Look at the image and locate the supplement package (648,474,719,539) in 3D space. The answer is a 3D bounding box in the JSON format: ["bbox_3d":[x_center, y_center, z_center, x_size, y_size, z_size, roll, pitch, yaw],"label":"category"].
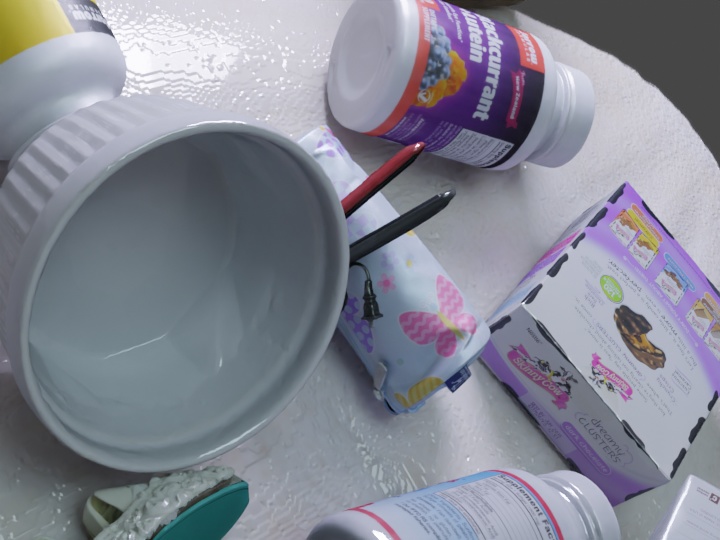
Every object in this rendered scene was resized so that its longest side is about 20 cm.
[{"bbox_3d":[0.214,0.258,0.809,0.116,0.118,0.200,29,46,14],"label":"supplement package"}]

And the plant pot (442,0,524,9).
[{"bbox_3d":[0.110,-0.331,1.062,0.198,0.199,0.180,-14,85,-40],"label":"plant pot"}]

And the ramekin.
[{"bbox_3d":[-0.113,-0.002,0.695,0.198,0.203,0.105,-3,24,-37],"label":"ramekin"}]

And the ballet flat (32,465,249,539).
[{"bbox_3d":[-0.141,0.155,0.669,0.072,0.072,0.200,51,47,1],"label":"ballet flat"}]

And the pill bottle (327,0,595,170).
[{"bbox_3d":[0.083,-0.142,0.972,0.198,0.111,0.113,12,58,-31],"label":"pill bottle"}]

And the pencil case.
[{"bbox_3d":[0.000,0.000,0.850,0.090,0.083,0.201,-38,91,0],"label":"pencil case"}]

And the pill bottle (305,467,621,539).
[{"bbox_3d":[0.067,0.184,0.773,0.198,0.109,0.110,-7,68,-39],"label":"pill bottle"}]

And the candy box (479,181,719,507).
[{"bbox_3d":[0.200,0.053,0.973,0.168,0.071,0.200,50,46,-2],"label":"candy box"}]

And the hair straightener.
[{"bbox_3d":[-0.018,0.008,0.787,0.199,0.041,0.077,-38,90,-2],"label":"hair straightener"}]

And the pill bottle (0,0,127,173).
[{"bbox_3d":[-0.209,-0.138,0.756,0.111,0.111,0.202,-23,80,-42],"label":"pill bottle"}]
